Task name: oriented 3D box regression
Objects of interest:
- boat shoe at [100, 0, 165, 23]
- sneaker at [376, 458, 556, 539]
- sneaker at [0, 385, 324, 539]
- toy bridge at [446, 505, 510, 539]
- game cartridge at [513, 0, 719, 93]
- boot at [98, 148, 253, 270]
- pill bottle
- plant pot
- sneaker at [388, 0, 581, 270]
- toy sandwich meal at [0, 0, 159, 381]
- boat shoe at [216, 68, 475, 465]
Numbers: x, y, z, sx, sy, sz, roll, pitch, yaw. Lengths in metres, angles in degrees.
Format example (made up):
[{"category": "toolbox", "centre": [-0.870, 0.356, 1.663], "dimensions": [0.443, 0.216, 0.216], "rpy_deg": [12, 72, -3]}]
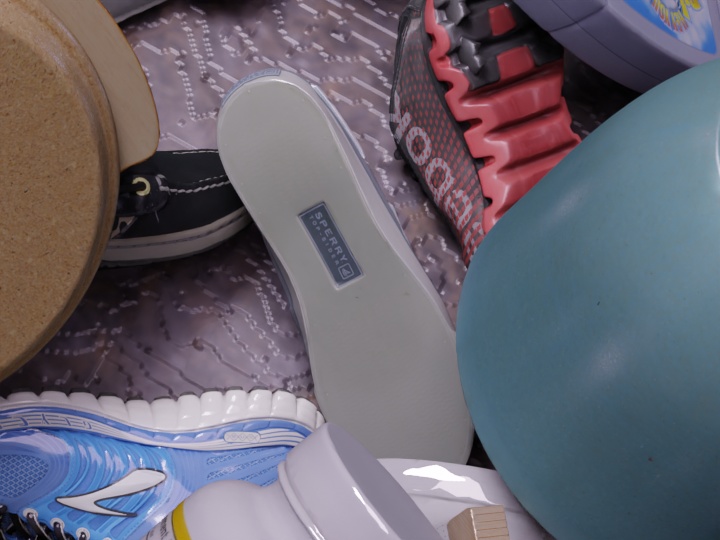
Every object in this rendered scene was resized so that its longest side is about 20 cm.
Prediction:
[{"category": "boat shoe", "centre": [-0.068, -0.169, 0.929], "dimensions": [0.200, 0.075, 0.068], "rpy_deg": [-41, 74, -19]}, {"category": "sneaker", "centre": [0.072, 0.157, 0.831], "dimensions": [0.198, 0.074, 0.117], "rpy_deg": [17, 66, -2]}, {"category": "sneaker", "centre": [-0.110, 0.101, 0.826], "dimensions": [0.198, 0.079, 0.090], "rpy_deg": [-2, 68, -8]}, {"category": "toy bridge", "centre": [0.128, 0.125, 0.809], "dimensions": [0.198, 0.027, 0.068], "rpy_deg": [-3, 70, -23]}, {"category": "game cartridge", "centre": [0.120, -0.152, 0.900], "dimensions": [0.040, 0.199, 0.135], "rpy_deg": [-16, 70, 34]}, {"category": "boot", "centre": [-0.122, -0.081, 0.825], "dimensions": [0.202, 0.073, 0.156], "rpy_deg": [-10, 109, -41]}, {"category": "pill bottle", "centre": [-0.060, 0.156, 0.759], "dimensions": [0.200, 0.112, 0.113], "rpy_deg": [-41, 79, 6]}, {"category": "plant pot", "centre": [0.158, 0.007, 0.769], "dimensions": [0.198, 0.161, 0.202], "rpy_deg": [10, 58, -17]}, {"category": "sneaker", "centre": [0.063, -0.047, 0.906], "dimensions": [0.070, 0.098, 0.203], "rpy_deg": [-18, 96, -25]}, {"category": "toy sandwich meal", "centre": [-0.177, -0.039, 0.722], "dimensions": [0.204, 0.207, 0.070], "rpy_deg": [-26, 33, -15]}, {"category": "boat shoe", "centre": [-0.001, 0.000, 0.871], "dimensions": [0.069, 0.072, 0.202], "rpy_deg": [-22, 102, 12]}]
